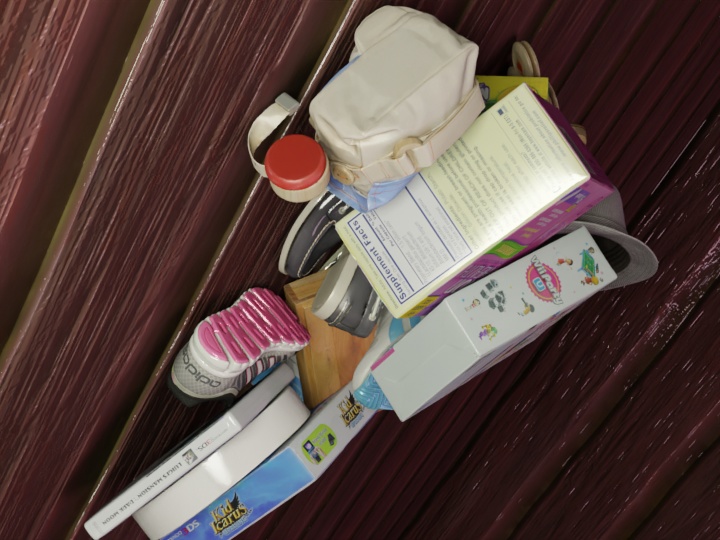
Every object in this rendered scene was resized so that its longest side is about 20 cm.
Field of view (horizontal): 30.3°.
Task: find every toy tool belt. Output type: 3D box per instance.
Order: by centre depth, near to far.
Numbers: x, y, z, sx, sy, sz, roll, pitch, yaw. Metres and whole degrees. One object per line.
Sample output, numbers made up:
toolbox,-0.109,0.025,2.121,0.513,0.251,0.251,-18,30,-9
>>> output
toy tool belt,0.009,-0.103,1.047,0.200,0.125,0.123,-44,157,-19

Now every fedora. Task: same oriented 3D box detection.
fedora,0.210,-0.044,1.399,0.199,0.091,0.177,-13,151,33

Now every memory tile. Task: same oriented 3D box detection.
memory tile,0.191,-0.147,1.457,0.017,0.154,0.200,-19,158,-7

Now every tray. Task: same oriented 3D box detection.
tray,-0.018,0.082,1.402,0.098,0.037,0.201,-21,135,-15

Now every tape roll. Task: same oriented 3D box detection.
tape roll,-0.137,0.188,1.304,0.202,0.037,0.203,-39,-179,1

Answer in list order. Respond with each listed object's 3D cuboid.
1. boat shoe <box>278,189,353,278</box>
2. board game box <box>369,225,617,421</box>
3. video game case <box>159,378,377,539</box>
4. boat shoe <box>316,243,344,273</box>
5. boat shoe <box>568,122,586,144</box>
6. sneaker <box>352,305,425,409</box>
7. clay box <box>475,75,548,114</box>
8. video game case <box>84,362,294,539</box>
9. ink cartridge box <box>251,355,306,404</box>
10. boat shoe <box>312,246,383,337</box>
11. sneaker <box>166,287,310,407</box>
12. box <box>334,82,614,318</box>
boat shoe,-0.001,-0.062,1.236,0.200,0.063,0.073,-52,169,12
board game box,0.124,0.048,1.240,0.199,0.064,0.148,-25,167,-38
video game case,-0.092,0.205,1.349,0.200,0.046,0.181,-38,180,26
boat shoe,-0.001,0.000,1.411,0.202,0.063,0.074,-51,169,12
boat shoe,0.142,-0.076,1.302,0.072,0.068,0.200,2,159,-43
sneaker,0.051,0.058,1.330,0.200,0.080,0.077,-50,130,-28
clay box,0.127,-0.145,1.313,0.200,0.114,0.048,71,22,-74
video game case,-0.158,0.169,1.274,0.182,0.023,0.200,-38,180,15
ink cartridge box,-0.027,0.081,1.522,0.200,0.067,0.116,-49,166,-5
boat shoe,0.025,-0.025,1.310,0.201,0.063,0.073,-60,-166,-19
sneaker,-0.117,0.076,1.230,0.087,0.074,0.200,-45,172,22
box,0.105,-0.054,1.153,0.200,0.097,0.176,-36,170,13
